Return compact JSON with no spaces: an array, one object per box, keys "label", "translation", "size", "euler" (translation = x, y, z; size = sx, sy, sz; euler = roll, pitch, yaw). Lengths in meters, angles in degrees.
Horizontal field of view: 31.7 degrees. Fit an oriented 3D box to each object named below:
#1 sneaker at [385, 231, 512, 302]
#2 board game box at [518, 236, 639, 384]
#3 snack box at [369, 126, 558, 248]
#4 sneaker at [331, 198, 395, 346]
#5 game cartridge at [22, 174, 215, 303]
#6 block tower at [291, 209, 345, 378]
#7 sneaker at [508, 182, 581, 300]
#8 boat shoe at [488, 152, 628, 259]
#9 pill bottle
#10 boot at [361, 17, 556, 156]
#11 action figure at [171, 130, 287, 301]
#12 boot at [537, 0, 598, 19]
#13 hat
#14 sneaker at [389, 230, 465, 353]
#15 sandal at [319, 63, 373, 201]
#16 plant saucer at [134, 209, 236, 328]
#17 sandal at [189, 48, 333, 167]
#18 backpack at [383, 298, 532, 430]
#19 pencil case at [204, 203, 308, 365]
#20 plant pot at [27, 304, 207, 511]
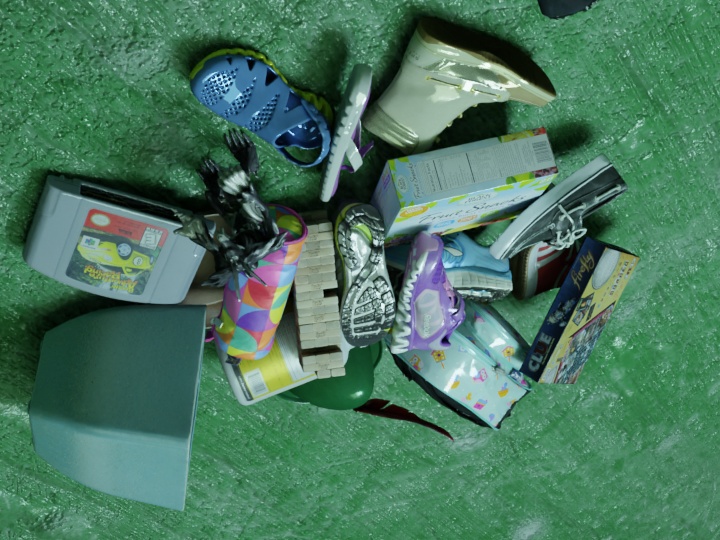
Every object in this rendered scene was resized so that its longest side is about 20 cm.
[{"label":"sneaker","translation":[0.102,-0.016,1.672],"size":[0.198,0.091,0.078],"euler":[9,160,-10]},{"label":"board game box","translation":[0.297,0.058,1.715],"size":[0.135,0.034,0.201],"euler":[11,107,-58]},{"label":"snack box","translation":[0.120,-0.098,1.538],"size":[0.198,0.068,0.169],"euler":[-14,167,-12]},{"label":"sneaker","translation":[0.000,0.000,1.583],"size":[0.073,0.081,0.202],"euler":[-6,114,-11]},{"label":"game cartridge","translation":[-0.282,-0.029,1.465],"size":[0.198,0.041,0.134],"euler":[15,129,-19]},{"label":"block tower","translation":[-0.056,0.030,1.568],"size":[0.053,0.058,0.202],"euler":[-7,101,-9]},{"label":"sneaker","translation":[0.266,-0.049,1.707],"size":[0.111,0.072,0.201],"euler":[-12,138,-17]},{"label":"boat shoe","translation":[0.249,-0.064,1.580],"size":[0.199,0.068,0.074],"euler":[-36,172,-21]},{"label":"pill bottle","translation":[-0.085,0.092,1.663],"size":[0.198,0.113,0.112],"euler":[-21,140,-2]},{"label":"boot","translation":[0.115,-0.196,1.475],"size":[0.198,0.072,0.155],"euler":[15,127,-29]},{"label":"action figure","translation":[-0.148,-0.061,1.399],"size":[0.118,0.201,0.102],"euler":[-35,129,20]},{"label":"boot","translation":[0.183,-0.330,1.355],"size":[0.199,0.077,0.169],"euler":[-31,136,-1]},{"label":"hat","translation":[-0.016,0.184,1.743],"size":[0.199,0.177,0.166],"euler":[-32,139,11]},{"label":"sneaker","translation":[0.091,0.032,1.580],"size":[0.088,0.081,0.201],"euler":[12,138,4]},{"label":"sandal","translation":[-0.009,-0.145,1.442],"size":[0.049,0.083,0.203],"euler":[14,143,-6]},{"label":"plant saucer","translation":[-0.189,-0.006,1.569],"size":[0.198,0.035,0.201],"euler":[-12,139,-11]},{"label":"sandal","translation":[-0.099,-0.174,1.389],"size":[0.199,0.088,0.080],"euler":[21,126,-37]},{"label":"backpack","translation":[0.132,0.109,1.739],"size":[0.199,0.176,0.154],"euler":[25,104,-42]},{"label":"pencil case","translation":[-0.125,0.018,1.520],"size":[0.088,0.089,0.201],"euler":[2,128,-26]},{"label":"plant pot","translation":[-0.301,0.161,1.567],"size":[0.198,0.198,0.196],"euler":[7,146,-7]}]
